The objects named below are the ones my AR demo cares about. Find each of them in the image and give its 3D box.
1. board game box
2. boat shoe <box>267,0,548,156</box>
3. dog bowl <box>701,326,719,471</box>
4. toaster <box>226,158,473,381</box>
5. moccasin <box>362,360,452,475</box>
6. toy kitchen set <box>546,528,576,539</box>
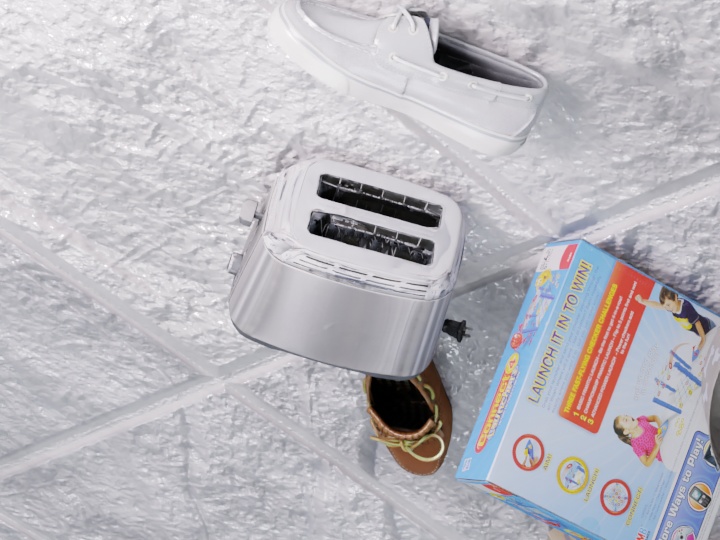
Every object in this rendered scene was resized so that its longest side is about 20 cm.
[{"bbox_3d":[0.197,0.108,1.765,0.195,0.201,0.056,28,167,-20],"label":"board game box"},{"bbox_3d":[0.036,-0.146,1.583,0.199,0.072,0.069,27,122,-8],"label":"boat shoe"},{"bbox_3d":[0.346,0.087,1.731,0.198,0.059,0.202,-4,114,-9],"label":"dog bowl"},{"bbox_3d":[0.000,0.000,1.757,0.198,0.114,0.130,17,143,-2],"label":"toaster"},{"bbox_3d":[0.039,0.115,1.935,0.073,0.078,0.202,7,145,8],"label":"moccasin"},{"bbox_3d":[0.295,0.255,2.057,0.199,0.181,0.164,-27,149,-12],"label":"toy kitchen set"}]
